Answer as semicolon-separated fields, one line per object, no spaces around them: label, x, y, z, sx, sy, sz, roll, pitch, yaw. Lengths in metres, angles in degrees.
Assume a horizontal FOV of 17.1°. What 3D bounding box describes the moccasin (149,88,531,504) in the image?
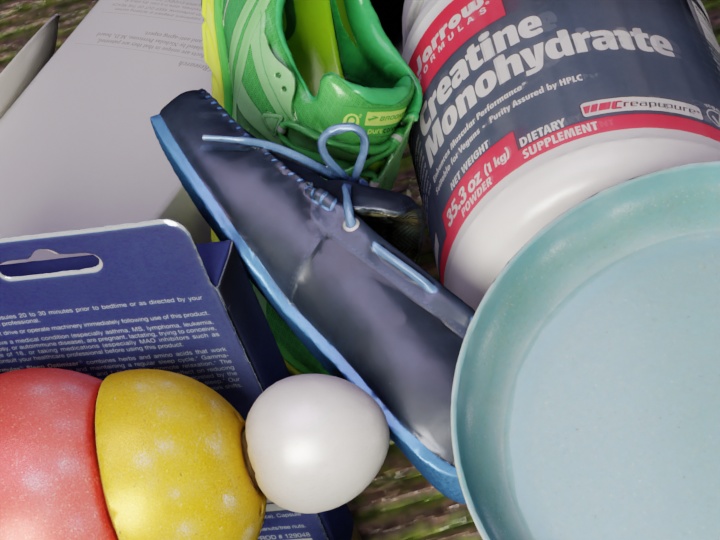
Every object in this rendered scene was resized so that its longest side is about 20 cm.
moccasin;0.000;0.000;0.905;0.068;0.081;0.200;-40;72;-4

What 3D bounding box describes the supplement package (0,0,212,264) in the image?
supplement package;-0.098;-0.015;1.056;0.119;0.122;0.200;11;51;32

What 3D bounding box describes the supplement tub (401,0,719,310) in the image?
supplement tub;0.091;-0.051;0.993;0.140;0.141;0.201;-18;42;6

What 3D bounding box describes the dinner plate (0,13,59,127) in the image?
dinner plate;-0.197;-0.036;1.123;0.200;0.024;0.200;-51;9;11

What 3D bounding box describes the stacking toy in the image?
stacking toy;-0.084;0.085;0.853;0.199;0.147;0.147;-14;42;11

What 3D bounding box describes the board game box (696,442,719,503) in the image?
board game box;0.233;0.073;0.832;0.199;0.028;0.135;23;53;18

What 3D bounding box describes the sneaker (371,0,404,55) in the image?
sneaker;-0.045;-0.141;1.198;0.201;0.077;0.147;-6;42;18

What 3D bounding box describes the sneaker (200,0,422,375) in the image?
sneaker;-0.018;-0.047;0.973;0.074;0.201;0.083;-10;-1;-36

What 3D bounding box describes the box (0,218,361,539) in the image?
box;-0.085;0.051;0.921;0.120;0.201;0.033;-5;42;19

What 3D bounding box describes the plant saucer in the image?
plant saucer;0.130;0.053;0.809;0.199;0.027;0.201;-2;59;4
